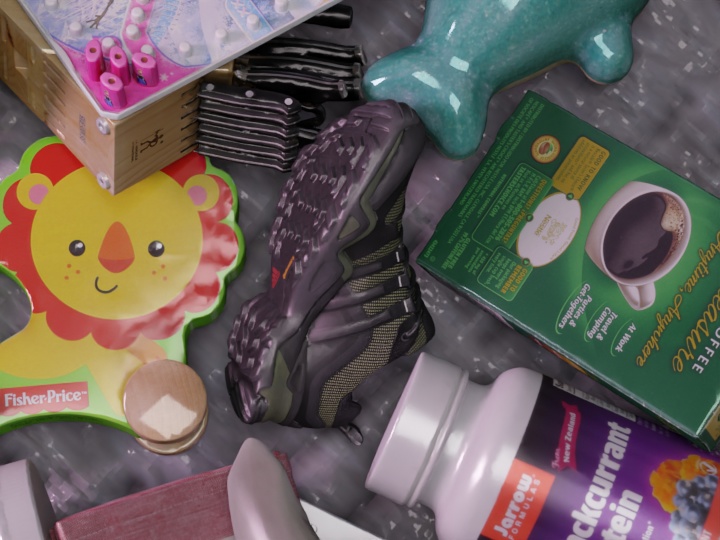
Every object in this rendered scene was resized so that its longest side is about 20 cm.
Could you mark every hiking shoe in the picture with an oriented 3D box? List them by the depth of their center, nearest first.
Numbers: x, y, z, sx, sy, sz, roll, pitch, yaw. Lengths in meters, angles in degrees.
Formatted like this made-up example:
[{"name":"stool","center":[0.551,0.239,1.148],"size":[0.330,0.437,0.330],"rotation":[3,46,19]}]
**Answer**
[{"name":"hiking shoe","center":[0.000,0.000,1.477],"size":[0.100,0.076,0.201],"rotation":[15,111,-30]}]

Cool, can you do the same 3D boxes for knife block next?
[{"name":"knife block","center":[-0.100,-0.130,1.497],"size":[0.175,0.064,0.200],"rotation":[-33,63,-27]}]

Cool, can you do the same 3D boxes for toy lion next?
[{"name":"toy lion","center":[-0.162,0.010,1.495],"size":[0.198,0.069,0.193],"rotation":[-5,78,-2]}]

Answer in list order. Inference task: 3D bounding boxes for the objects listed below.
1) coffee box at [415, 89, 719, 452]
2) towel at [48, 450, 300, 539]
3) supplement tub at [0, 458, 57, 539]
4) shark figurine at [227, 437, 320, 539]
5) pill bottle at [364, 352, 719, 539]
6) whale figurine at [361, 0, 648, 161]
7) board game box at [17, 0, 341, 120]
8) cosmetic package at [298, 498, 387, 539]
[{"name":"coffee box","center":[0.143,-0.001,1.473],"size":[0.199,0.044,0.123],"rotation":[31,84,25]},{"name":"towel","center":[-0.075,0.211,1.424],"size":[0.143,0.023,0.201],"rotation":[-15,86,-27]},{"name":"supplement tub","center":[-0.255,0.191,1.437],"size":[0.199,0.132,0.133],"rotation":[-16,86,-3]},{"name":"shark figurine","center":[0.010,0.177,1.376],"size":[0.213,0.090,0.129],"rotation":[20,77,12]},{"name":"pill bottle","center":[0.109,0.121,1.464],"size":[0.199,0.111,0.112],"rotation":[23,85,0]},{"name":"whale figurine","center":[0.085,-0.160,1.476],"size":[0.159,0.104,0.200],"rotation":[37,72,8]},{"name":"board game box","center":[-0.107,-0.204,1.473],"size":[0.199,0.026,0.200],"rotation":[-30,67,-18]},{"name":"cosmetic package","center":[-0.015,0.219,1.482],"size":[0.199,0.052,0.152],"rotation":[26,87,0]}]
